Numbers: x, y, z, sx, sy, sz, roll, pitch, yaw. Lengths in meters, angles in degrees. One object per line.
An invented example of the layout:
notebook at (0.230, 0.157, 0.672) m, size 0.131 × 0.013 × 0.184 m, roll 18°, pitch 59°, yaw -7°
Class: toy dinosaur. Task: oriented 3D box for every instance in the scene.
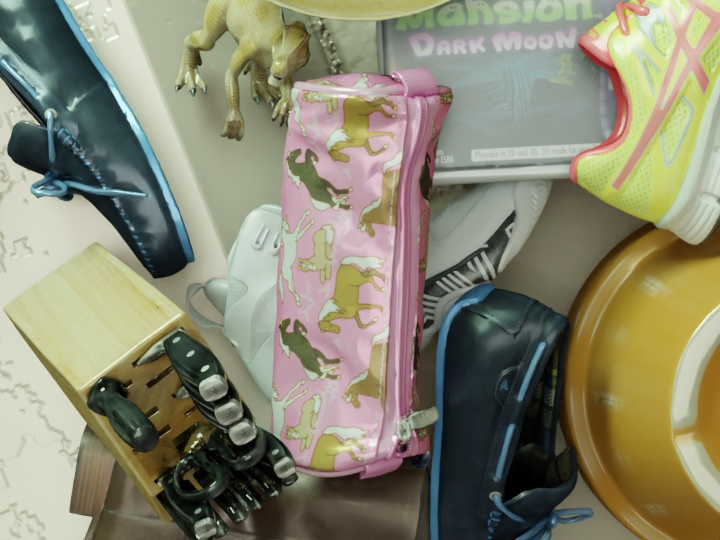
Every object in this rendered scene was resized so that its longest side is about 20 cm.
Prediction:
toy dinosaur at (-0.062, -0.137, 1.011) m, size 0.058 × 0.200 × 0.101 m, roll -4°, pitch 129°, yaw -27°

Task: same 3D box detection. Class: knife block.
knife block at (-0.107, 0.046, 0.914) m, size 0.064 × 0.176 × 0.200 m, roll -36°, pitch 70°, yaw -12°

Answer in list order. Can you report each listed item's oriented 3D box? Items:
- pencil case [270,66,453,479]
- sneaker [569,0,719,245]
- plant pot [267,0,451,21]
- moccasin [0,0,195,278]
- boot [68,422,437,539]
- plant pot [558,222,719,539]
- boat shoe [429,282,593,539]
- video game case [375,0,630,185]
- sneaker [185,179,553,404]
pencil case at (0.000, 0.000, 0.938) m, size 0.086 × 0.083 × 0.200 m, roll 3°, pitch 94°, yaw 12°
sneaker at (0.154, -0.118, 0.923) m, size 0.090 × 0.078 × 0.200 m, roll 15°, pitch 93°, yaw 5°
plant pot at (0.002, -0.214, 0.931) m, size 0.200 × 0.027 × 0.200 m, roll -1°, pitch 78°, yaw 4°
moccasin at (-0.160, -0.075, 1.021) m, size 0.068 × 0.080 × 0.200 m, roll -30°, pitch 77°, yaw -13°
boot at (-0.058, 0.177, 1.011) m, size 0.200 × 0.064 × 0.187 m, roll 8°, pitch 102°, yaw 3°
plant pot at (0.205, 0.062, 0.957) m, size 0.200 × 0.183 × 0.200 m, roll 0°, pitch 90°, yaw 1°
boat shoe at (0.077, 0.107, 0.978) m, size 0.069 × 0.084 × 0.200 m, roll 11°, pitch 126°, yaw 26°
video game case at (0.107, -0.138, 0.974) m, size 0.200 × 0.023 × 0.182 m, roll -3°, pitch 91°, yaw 4°
sneaker at (0.003, -0.010, 1.014) m, size 0.115 × 0.075 × 0.200 m, roll 45°, pitch 94°, yaw -2°
